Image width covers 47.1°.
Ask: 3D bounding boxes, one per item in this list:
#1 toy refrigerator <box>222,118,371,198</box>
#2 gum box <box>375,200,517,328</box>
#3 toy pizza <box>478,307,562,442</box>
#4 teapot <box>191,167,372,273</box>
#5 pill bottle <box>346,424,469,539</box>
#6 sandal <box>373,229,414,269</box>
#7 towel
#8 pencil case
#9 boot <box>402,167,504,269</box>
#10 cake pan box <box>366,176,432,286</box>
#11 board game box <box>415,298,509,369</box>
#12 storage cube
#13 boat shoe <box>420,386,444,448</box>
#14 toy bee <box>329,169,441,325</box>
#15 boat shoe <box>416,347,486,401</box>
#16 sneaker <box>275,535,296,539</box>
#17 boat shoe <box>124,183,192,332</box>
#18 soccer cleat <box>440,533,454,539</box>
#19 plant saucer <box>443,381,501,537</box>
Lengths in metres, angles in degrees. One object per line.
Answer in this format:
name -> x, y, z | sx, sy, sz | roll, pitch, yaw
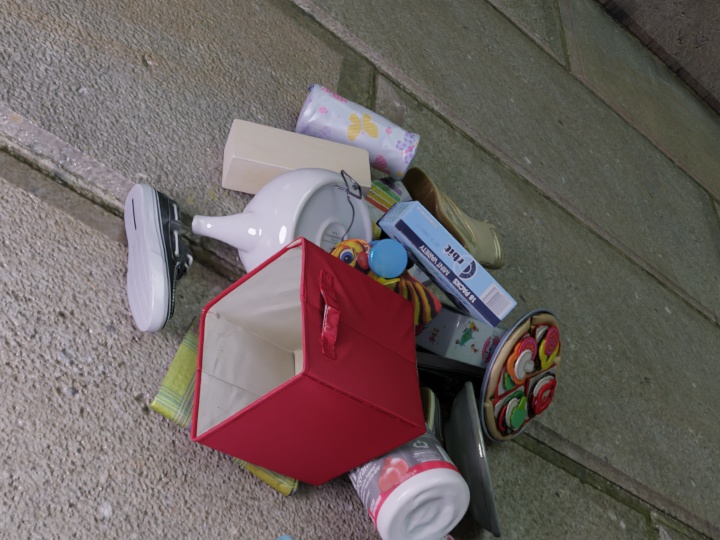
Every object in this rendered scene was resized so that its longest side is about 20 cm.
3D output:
toy refrigerator -> -0.090, -0.142, 1.162 | 0.198, 0.070, 0.076 | 10, 50, -19
gum box -> 0.101, -0.013, 1.045 | 0.170, 0.045, 0.200 | 45, -1, -6
toy pizza -> 0.236, 0.151, 1.161 | 0.032, 0.202, 0.199 | 22, 17, 39
teapot -> -0.085, -0.040, 1.066 | 0.198, 0.145, 0.201 | -51, 132, -34
pill bottle -> 0.034, 0.212, 0.960 | 0.110, 0.111, 0.200 | 19, 22, -36
sandal -> 0.034, -0.015, 1.153 | 0.075, 0.045, 0.200 | 57, 20, -10
towel -> -0.134, 0.156, 0.945 | 0.199, 0.023, 0.144 | 37, 40, -18
pencil case -> -0.005, -0.215, 1.303 | 0.199, 0.091, 0.084 | 24, 80, -6
boot -> 0.160, -0.085, 1.420 | 0.155, 0.073, 0.201 | 4, 47, -52
cake pan box -> 0.042, -0.049, 1.281 | 0.199, 0.052, 0.185 | -20, 77, -52
board game box -> 0.140, 0.087, 1.180 | 0.199, 0.065, 0.147 | 20, 3, -44
storage cube -> -0.056, 0.105, 0.894 | 0.179, 0.199, 0.172 | 30, 40, -35
boat shoe -> 0.077, 0.248, 1.058 | 0.065, 0.073, 0.201 | 35, 49, -28
toy bee -> 0.000, 0.000, 0.999 | 0.108, 0.131, 0.200 | -38, 77, -9
boat shoe -> 0.133, 0.158, 1.197 | 0.199, 0.070, 0.067 | 19, 85, -43
sneaker -> -0.054, 0.372, 0.802 | 0.130, 0.079, 0.201 | 37, 40, -17
boat shoe -> -0.225, -0.018, 0.950 | 0.070, 0.072, 0.201 | 13, 49, -34
soccer cleat -> 0.118, 0.365, 0.954 | 0.070, 0.086, 0.200 | -44, 105, -21
plant saucer -> 0.143, 0.250, 1.087 | 0.200, 0.050, 0.202 | -12, 90, -83
